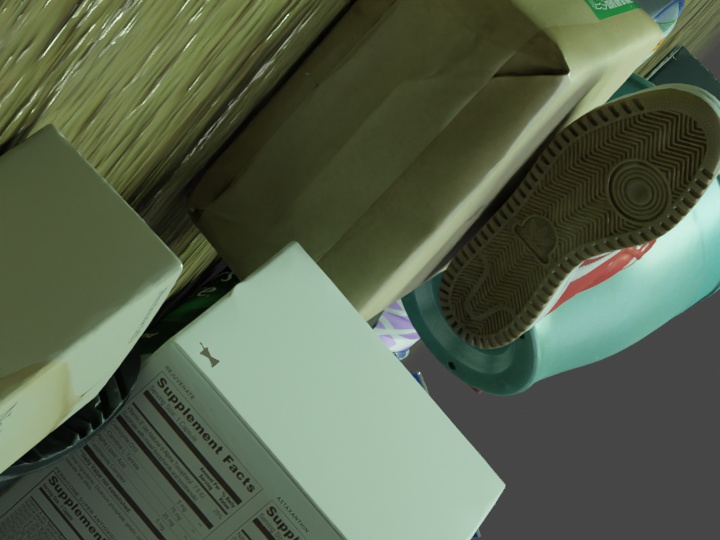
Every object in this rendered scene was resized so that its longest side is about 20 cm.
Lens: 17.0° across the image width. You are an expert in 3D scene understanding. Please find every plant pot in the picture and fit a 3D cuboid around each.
[{"bbox_3d":[0.131,-0.017,1.702,0.188,0.200,0.200,-36,171,-31],"label":"plant pot"}]

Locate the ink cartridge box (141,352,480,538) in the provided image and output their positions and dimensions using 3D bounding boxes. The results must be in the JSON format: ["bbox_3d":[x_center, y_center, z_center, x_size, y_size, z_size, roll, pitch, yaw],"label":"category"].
[{"bbox_3d":[-0.052,0.095,1.231,0.198,0.047,0.198,-11,149,6],"label":"ink cartridge box"}]

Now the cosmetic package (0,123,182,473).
[{"bbox_3d":[-0.161,0.047,0.800,0.200,0.073,0.104,-39,172,-38],"label":"cosmetic package"}]

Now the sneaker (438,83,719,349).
[{"bbox_3d":[0.129,-0.042,1.210,0.112,0.071,0.200,-33,174,-48],"label":"sneaker"}]

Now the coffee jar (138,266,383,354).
[{"bbox_3d":[-0.074,0.050,1.382,0.200,0.085,0.104,-39,175,-38],"label":"coffee jar"}]

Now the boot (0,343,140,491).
[{"bbox_3d":[-0.188,0.096,0.959,0.198,0.073,0.163,-33,167,-34],"label":"boot"}]

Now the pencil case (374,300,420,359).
[{"bbox_3d":[0.053,-0.017,1.881,0.085,0.084,0.200,-10,150,-43],"label":"pencil case"}]

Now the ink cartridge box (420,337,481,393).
[{"bbox_3d":[0.132,-0.034,1.971,0.145,0.145,0.200,-38,170,-47],"label":"ink cartridge box"}]

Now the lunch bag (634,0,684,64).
[{"bbox_3d":[0.118,-0.128,1.554,0.160,0.076,0.200,-41,174,-16],"label":"lunch bag"}]

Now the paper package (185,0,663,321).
[{"bbox_3d":[0.036,-0.076,1.181,0.191,0.104,0.200,-47,173,22],"label":"paper package"}]

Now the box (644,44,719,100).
[{"bbox_3d":[0.338,-0.139,2.844,0.197,0.124,0.200,-46,175,-6],"label":"box"}]

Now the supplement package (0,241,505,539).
[{"bbox_3d":[-0.071,0.121,1.059,0.200,0.151,0.152,-41,180,25],"label":"supplement package"}]
